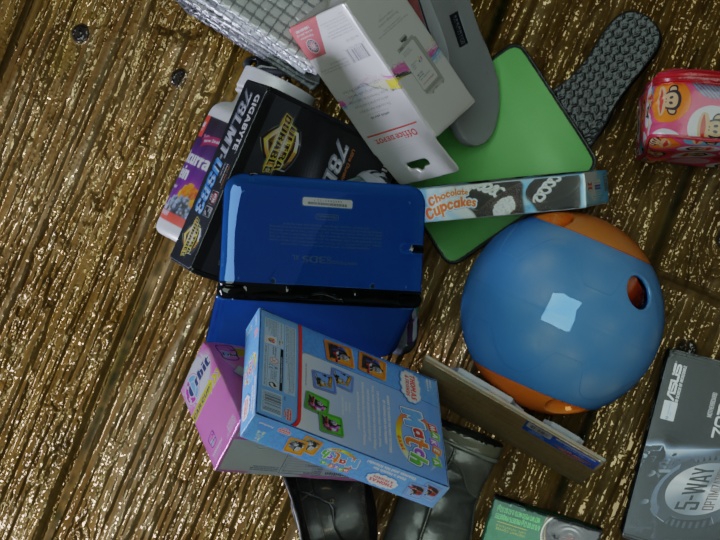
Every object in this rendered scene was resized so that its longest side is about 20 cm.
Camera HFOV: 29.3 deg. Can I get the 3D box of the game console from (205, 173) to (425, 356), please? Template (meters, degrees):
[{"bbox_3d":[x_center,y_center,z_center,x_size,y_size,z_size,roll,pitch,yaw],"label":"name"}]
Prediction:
[{"bbox_3d":[-0.047,-0.001,1.368,0.199,0.118,0.172,3,88,-13],"label":"game console"}]

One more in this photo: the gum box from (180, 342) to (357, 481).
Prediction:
[{"bbox_3d":[-0.061,0.140,1.344,0.066,0.199,0.114,-61,38,25],"label":"gum box"}]

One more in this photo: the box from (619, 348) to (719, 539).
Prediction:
[{"bbox_3d":[0.368,0.195,1.411,0.159,0.044,0.201,15,89,8],"label":"box"}]

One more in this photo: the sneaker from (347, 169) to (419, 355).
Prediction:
[{"bbox_3d":[0.000,0.000,1.430,0.087,0.074,0.201,-18,105,-23],"label":"sneaker"}]

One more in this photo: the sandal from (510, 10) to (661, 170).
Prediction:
[{"bbox_3d":[0.240,-0.181,1.443,0.075,0.048,0.201,45,101,10],"label":"sandal"}]

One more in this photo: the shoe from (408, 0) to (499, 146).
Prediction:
[{"bbox_3d":[0.078,-0.226,1.432,0.071,0.091,0.201,-29,111,-33],"label":"shoe"}]

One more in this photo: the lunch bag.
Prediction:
[{"bbox_3d":[0.364,-0.143,1.354,0.175,0.200,0.082,6,89,5],"label":"lunch bag"}]

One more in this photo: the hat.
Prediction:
[{"bbox_3d":[-0.026,0.235,1.389,0.081,0.201,0.201,-22,84,2],"label":"hat"}]

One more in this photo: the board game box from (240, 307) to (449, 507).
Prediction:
[{"bbox_3d":[-0.015,0.127,1.292,0.199,0.152,0.037,23,122,-17],"label":"board game box"}]

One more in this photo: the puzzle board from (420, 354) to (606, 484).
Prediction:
[{"bbox_3d":[0.150,0.150,1.391,0.199,0.151,0.017,29,75,8],"label":"puzzle board"}]

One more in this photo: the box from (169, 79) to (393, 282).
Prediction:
[{"bbox_3d":[-0.071,-0.068,1.417,0.050,0.198,0.201,26,93,50],"label":"box"}]

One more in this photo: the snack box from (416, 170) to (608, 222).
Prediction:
[{"bbox_3d":[0.141,-0.074,1.391,0.199,0.116,0.037,-5,93,21],"label":"snack box"}]

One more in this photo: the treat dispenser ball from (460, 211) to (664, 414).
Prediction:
[{"bbox_3d":[0.199,0.042,1.363,0.200,0.201,0.202,0,86,8],"label":"treat dispenser ball"}]

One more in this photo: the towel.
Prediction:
[{"bbox_3d":[-0.080,-0.306,1.469,0.200,0.086,0.166,34,72,4],"label":"towel"}]

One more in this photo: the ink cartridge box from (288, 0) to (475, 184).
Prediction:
[{"bbox_3d":[0.032,-0.188,1.373,0.067,0.116,0.200,-43,108,-26],"label":"ink cartridge box"}]

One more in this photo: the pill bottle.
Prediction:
[{"bbox_3d":[-0.127,-0.110,1.463,0.111,0.111,0.201,25,90,8],"label":"pill bottle"}]

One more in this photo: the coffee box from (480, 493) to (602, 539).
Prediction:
[{"bbox_3d":[0.168,0.347,1.428,0.122,0.044,0.201,17,89,8],"label":"coffee box"}]

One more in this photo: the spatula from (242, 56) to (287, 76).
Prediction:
[{"bbox_3d":[-0.031,-0.220,1.501,0.199,0.021,0.057,2,77,10],"label":"spatula"}]

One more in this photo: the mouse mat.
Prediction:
[{"bbox_3d":[0.130,-0.122,1.456,0.200,0.008,0.161,-34,83,19],"label":"mouse mat"}]

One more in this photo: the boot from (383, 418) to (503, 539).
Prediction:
[{"bbox_3d":[0.045,0.249,1.447,0.181,0.073,0.201,22,96,10],"label":"boot"}]
